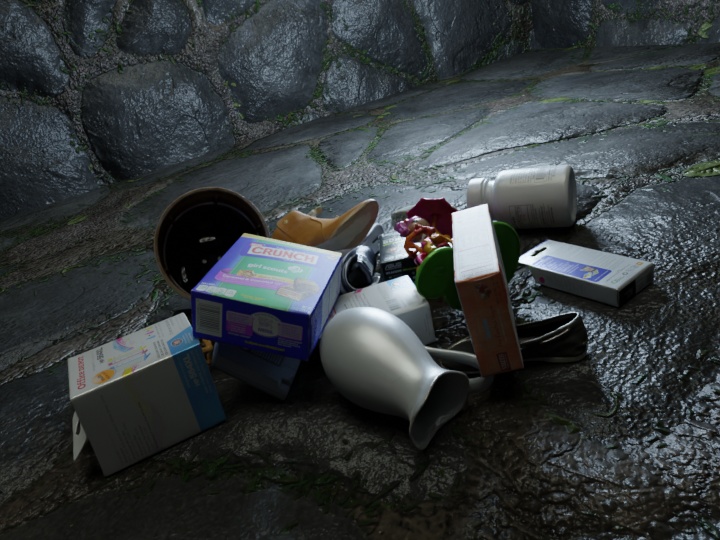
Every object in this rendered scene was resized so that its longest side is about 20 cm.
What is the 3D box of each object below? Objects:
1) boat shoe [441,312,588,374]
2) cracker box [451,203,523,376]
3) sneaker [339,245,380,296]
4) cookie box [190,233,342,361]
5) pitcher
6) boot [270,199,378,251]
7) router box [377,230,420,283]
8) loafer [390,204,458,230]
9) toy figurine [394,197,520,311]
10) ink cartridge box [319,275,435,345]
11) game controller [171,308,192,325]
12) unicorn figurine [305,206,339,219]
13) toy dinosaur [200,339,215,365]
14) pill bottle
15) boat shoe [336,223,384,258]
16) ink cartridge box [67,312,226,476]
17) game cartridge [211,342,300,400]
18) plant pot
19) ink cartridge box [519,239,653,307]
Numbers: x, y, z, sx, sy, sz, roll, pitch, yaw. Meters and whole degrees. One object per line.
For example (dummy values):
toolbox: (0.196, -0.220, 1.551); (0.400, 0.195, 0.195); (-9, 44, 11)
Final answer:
boat shoe: (0.201, 0.092, 0.838); (0.195, 0.058, 0.067); (-9, 23, 13)
cracker box: (0.160, 0.018, 0.806); (0.056, 0.136, 0.201); (-13, 26, 14)
sneaker: (0.000, 0.000, 1.087); (0.109, 0.070, 0.201); (-46, 5, 41)
cookie box: (-0.126, 0.030, 0.902); (0.167, 0.077, 0.201); (11, 26, 6)
pitcher: (0.056, 0.120, 0.804); (0.169, 0.124, 0.198); (-15, 30, -39)
boot: (-0.074, -0.077, 1.110); (0.201, 0.071, 0.144); (-46, 51, -5)
router box: (0.131, -0.035, 1.156); (0.195, 0.063, 0.150); (-12, 22, 5)
loafer: (0.141, -0.113, 1.302); (0.069, 0.072, 0.198); (-19, 14, -31)
toy figurine: (0.122, -0.044, 1.001); (0.196, 0.153, 0.184); (-8, 33, -29)
ink cartridge box: (0.002, 0.084, 0.956); (0.195, 0.069, 0.115); (-16, 24, -7)
game controller: (-0.242, 0.089, 1.076); (0.197, 0.043, 0.103); (1, 6, 45)
unicorn figurine: (-0.107, -0.058, 1.219); (0.137, 0.074, 0.199); (-40, 13, -12)
toy dinosaur: (-0.229, 0.120, 1.021); (0.197, 0.062, 0.106); (7, 30, 40)
pill bottle: (0.313, -0.140, 1.221); (0.196, 0.117, 0.114); (-1, 26, 28)
boat shoe: (-0.015, -0.042, 1.267); (0.069, 0.074, 0.199); (-10, 11, 28)
ink cartridge box: (-0.309, 0.170, 0.869); (0.196, 0.128, 0.128); (-22, 24, -20)
game cartridge: (-0.146, 0.104, 0.954); (0.131, 0.041, 0.201); (29, 27, -5)
plant pot: (-0.270, -0.023, 1.157); (0.196, 0.204, 0.198); (-21, -7, -17)
ink cartridge box: (0.348, -0.001, 0.992); (0.093, 0.038, 0.198); (-28, 29, -27)
